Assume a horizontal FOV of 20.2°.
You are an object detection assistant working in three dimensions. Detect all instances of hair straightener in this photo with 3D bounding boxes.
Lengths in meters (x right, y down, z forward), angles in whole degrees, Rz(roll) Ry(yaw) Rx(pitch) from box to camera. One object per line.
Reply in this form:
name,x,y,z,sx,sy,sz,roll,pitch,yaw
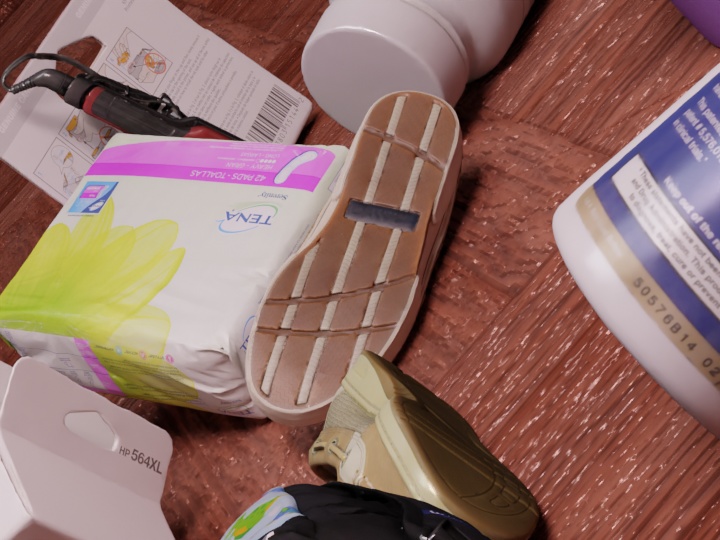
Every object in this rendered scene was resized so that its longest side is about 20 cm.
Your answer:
hair straightener,-0.130,-0.086,1.251,0.041,0.200,0.077,-65,23,11

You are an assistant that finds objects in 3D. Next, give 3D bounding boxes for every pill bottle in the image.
pill bottle,0.170,-0.041,0.667,0.200,0.111,0.111,-42,20,15
pill bottle,0.045,-0.172,1.176,0.114,0.114,0.200,-24,30,49

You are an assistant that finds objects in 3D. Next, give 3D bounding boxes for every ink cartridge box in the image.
ink cartridge box,-0.140,-0.085,1.301,0.045,0.176,0.200,-42,17,46
ink cartridge box,-0.187,0.143,0.983,0.200,0.128,0.125,-44,48,12

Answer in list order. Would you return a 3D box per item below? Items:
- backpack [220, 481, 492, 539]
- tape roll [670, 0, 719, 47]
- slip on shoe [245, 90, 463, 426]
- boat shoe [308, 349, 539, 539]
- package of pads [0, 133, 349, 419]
backpack,0.009,0.132,0.623,0.154,0.163,0.200,-60,12,7
tape roll,0.216,-0.197,0.940,0.200,0.066,0.200,-41,21,19
slip on shoe,0.000,0.000,1.033,0.061,0.076,0.200,88,-161,-58
boat shoe,0.016,0.087,0.813,0.063,0.073,0.201,-54,16,4
package of pads,-0.099,0.000,1.131,0.200,0.068,0.155,5,53,40
